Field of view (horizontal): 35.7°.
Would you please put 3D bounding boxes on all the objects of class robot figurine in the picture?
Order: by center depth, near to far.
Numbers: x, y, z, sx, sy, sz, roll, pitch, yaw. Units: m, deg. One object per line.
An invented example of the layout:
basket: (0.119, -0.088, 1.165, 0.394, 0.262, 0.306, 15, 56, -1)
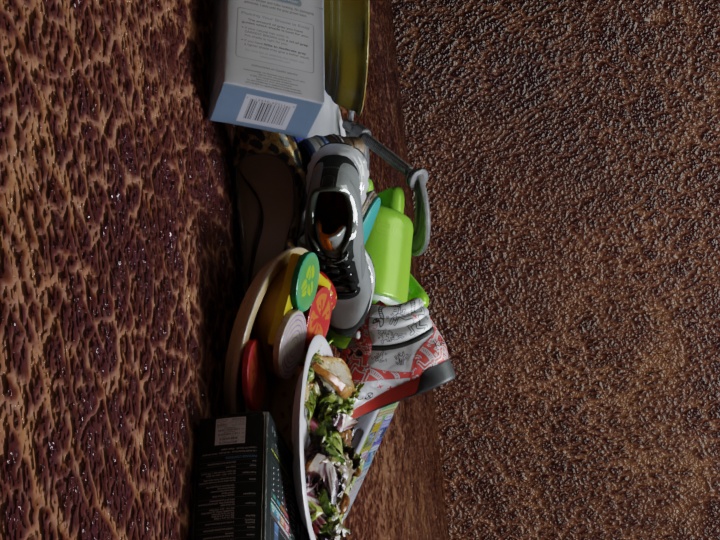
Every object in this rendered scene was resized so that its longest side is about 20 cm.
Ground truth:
robot figurine: (0.000, 0.000, 1.289, 0.115, 0.173, 0.203, -18, -118, 59)

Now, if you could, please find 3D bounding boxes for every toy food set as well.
toy food set: (-0.069, 0.079, 1.025, 0.198, 0.048, 0.203, 46, 58, -69)

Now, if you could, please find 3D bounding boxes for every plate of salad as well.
plate of salad: (-0.023, 0.158, 0.997, 0.200, 0.047, 0.203, -3, 90, -82)

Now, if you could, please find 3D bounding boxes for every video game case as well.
video game case: (-0.004, 0.226, 1.350, 0.184, 0.022, 0.200, -65, 170, -1)

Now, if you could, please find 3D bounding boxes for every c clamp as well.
c clamp: (0.029, -0.118, 1.350, 0.200, 0.027, 0.173, 47, -38, 40)

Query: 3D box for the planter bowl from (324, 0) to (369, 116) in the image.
planter bowl: (-0.040, -0.270, 1.218, 0.200, 0.082, 0.204, 179, -90, -85)

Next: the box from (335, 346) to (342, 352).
box: (-0.015, 0.069, 1.431, 0.144, 0.036, 0.200, 55, 7, 4)

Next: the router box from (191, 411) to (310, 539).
router box: (-0.083, 0.228, 0.933, 0.201, 0.061, 0.152, 72, 13, -57)

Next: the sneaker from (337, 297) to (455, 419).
sneaker: (-0.008, 0.100, 1.193, 0.067, 0.199, 0.109, 66, 3, -85)

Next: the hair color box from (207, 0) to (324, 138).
hair color box: (-0.089, -0.232, 1.074, 0.061, 0.098, 0.203, 127, -33, -55)

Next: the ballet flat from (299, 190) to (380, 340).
ballet flat: (-0.043, -0.001, 1.195, 0.068, 0.066, 0.202, 47, 65, -79)

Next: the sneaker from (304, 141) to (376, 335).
sneaker: (-0.027, -0.020, 1.101, 0.080, 0.073, 0.203, -74, 163, -58)

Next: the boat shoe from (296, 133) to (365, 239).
boat shoe: (-0.043, -0.085, 1.204, 0.073, 0.071, 0.200, 71, -22, 10)

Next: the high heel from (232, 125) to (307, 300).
high heel: (-0.094, -0.057, 1.075, 0.143, 0.070, 0.203, -76, 160, -61)

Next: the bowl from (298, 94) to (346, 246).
bowl: (-0.055, -0.127, 1.397, 0.201, 0.073, 0.202, 75, 10, -50)

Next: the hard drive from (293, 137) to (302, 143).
hard drive: (-0.092, -0.225, 1.249, 0.133, 0.025, 0.201, 59, 20, -30)
